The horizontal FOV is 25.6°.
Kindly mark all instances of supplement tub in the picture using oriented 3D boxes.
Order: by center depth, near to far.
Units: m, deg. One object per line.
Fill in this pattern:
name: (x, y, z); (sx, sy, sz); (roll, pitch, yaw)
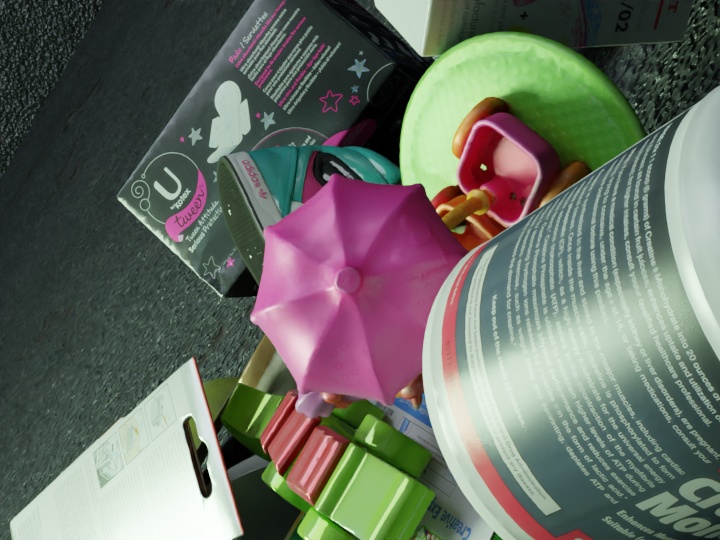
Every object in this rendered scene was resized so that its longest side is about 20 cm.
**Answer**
supplement tub: (0.128, 0.018, 0.553); (0.200, 0.140, 0.141); (-35, 29, 47)

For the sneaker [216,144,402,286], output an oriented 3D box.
sneaker: (0.000, 0.000, 0.975); (0.084, 0.120, 0.201); (108, 140, -58)

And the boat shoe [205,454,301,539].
boat shoe: (-0.083, 0.153, 0.949); (0.200, 0.070, 0.064); (-45, 23, 36)

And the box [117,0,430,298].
box: (-0.052, -0.093, 1.116); (0.201, 0.115, 0.132); (-52, -15, 13)

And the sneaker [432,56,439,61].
sneaker: (0.117, -0.184, 0.934); (0.200, 0.085, 0.077); (-42, 20, -3)

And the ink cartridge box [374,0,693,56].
ink cartridge box: (0.114, -0.180, 0.810); (0.068, 0.198, 0.116); (-127, 37, -49)

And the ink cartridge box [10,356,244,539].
ink cartridge box: (-0.119, 0.145, 0.884); (0.200, 0.050, 0.110); (-41, 55, 34)

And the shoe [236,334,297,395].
shoe: (-0.021, 0.017, 1.053); (0.070, 0.053, 0.201); (101, -167, -60)

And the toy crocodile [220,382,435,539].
toy crocodile: (-0.017, 0.093, 0.777); (0.068, 0.061, 0.200); (-57, 20, -1)

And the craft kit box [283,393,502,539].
craft kit box: (0.009, 0.160, 0.765); (0.199, 0.048, 0.200); (-56, 19, -4)

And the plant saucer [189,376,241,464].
plant saucer: (-0.138, 0.152, 1.039); (0.202, 0.031, 0.200); (-62, 0, -1)

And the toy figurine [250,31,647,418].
toy figurine: (0.020, 0.007, 0.727); (0.183, 0.150, 0.201); (-30, -27, -46)
